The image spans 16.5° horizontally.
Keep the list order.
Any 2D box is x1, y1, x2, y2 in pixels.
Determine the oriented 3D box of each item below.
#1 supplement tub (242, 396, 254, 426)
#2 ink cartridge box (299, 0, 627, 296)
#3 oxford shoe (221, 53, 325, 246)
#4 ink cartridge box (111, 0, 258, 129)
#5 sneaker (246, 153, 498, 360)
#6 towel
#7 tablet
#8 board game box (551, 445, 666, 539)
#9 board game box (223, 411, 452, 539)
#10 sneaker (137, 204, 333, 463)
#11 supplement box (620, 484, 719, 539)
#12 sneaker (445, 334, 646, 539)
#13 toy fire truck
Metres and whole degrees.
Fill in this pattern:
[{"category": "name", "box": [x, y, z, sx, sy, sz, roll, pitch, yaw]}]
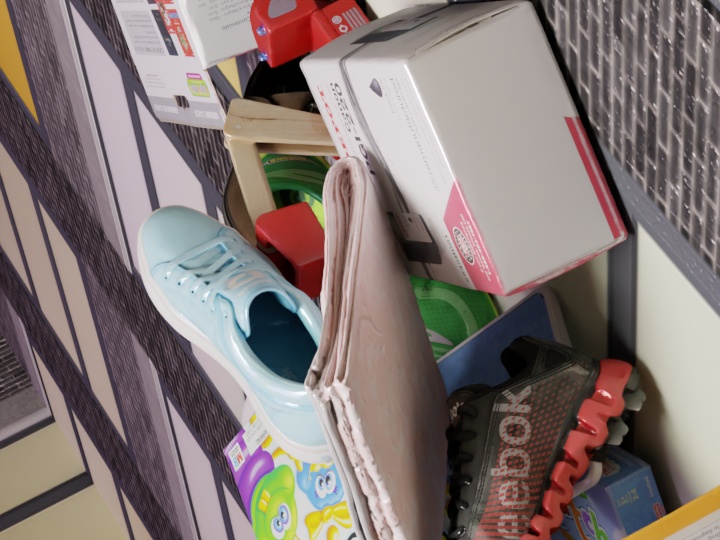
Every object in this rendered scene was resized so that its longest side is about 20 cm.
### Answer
[{"category": "supplement tub", "box": [0.011, 0.151, 1.840, 0.200, 0.132, 0.132, 53, 162, 32]}, {"category": "ink cartridge box", "box": [0.053, -0.072, 1.404, 0.146, 0.085, 0.200, 66, 167, -11]}, {"category": "oxford shoe", "box": [-0.056, -0.078, 1.692, 0.084, 0.073, 0.200, 102, 165, -48]}, {"category": "ink cartridge box", "box": [-0.114, -0.196, 1.749, 0.200, 0.084, 0.176, 19, 129, 70]}, {"category": "sneaker", "box": [0.000, 0.000, 1.597, 0.200, 0.074, 0.084, 37, -155, -6]}, {"category": "towel", "box": [0.011, 0.068, 1.403, 0.191, 0.032, 0.200, -84, -19, -48]}, {"category": "tablet", "box": [0.072, 0.108, 1.539, 0.200, 0.014, 0.130, -38, 56, 44]}, {"category": "board game box", "box": [0.163, 0.191, 1.546, 0.151, 0.037, 0.200, 30, 143, 66]}, {"category": "board game box", "box": [0.011, 0.164, 1.514, 0.103, 0.105, 0.200, -51, 49, 36]}, {"category": "sneaker", "box": [-0.063, 0.018, 1.453, 0.200, 0.074, 0.082, 46, 154, 27]}, {"category": "supplement box", "box": [0.196, 0.233, 1.351, 0.200, 0.126, 0.074, 61, 164, 14]}, {"category": "sneaker", "box": [0.078, 0.120, 1.398, 0.098, 0.200, 0.071, 30, 158, 2]}, {"category": "toy fire truck", "box": [-0.033, -0.091, 1.549, 0.200, 0.141, 0.049, 56, 164, 25]}]
